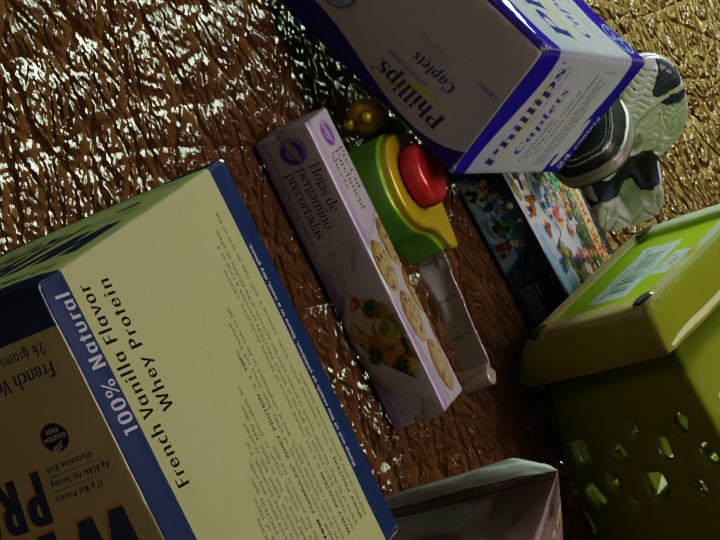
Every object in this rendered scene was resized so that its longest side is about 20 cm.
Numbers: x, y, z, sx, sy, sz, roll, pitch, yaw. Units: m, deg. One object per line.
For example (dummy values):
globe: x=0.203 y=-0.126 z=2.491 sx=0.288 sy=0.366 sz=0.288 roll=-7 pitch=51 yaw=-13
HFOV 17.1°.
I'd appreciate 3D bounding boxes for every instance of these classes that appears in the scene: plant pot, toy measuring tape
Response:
plant pot: x=0.242 y=0.067 z=1.667 sx=0.200 sy=0.199 sz=0.182 roll=-42 pitch=102 yaw=-31
toy measuring tape: x=0.031 y=-0.015 z=1.510 sx=0.074 sy=0.073 sz=0.200 roll=-11 pitch=80 yaw=-65

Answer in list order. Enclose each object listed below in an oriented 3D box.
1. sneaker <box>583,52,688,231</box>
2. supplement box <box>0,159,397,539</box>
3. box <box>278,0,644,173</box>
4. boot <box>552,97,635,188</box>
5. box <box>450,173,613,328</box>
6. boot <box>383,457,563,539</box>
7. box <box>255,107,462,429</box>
sneaker: x=0.200 y=-0.136 z=1.898 sx=0.199 sy=0.079 sz=0.130 roll=78 pitch=-9 yaw=-59
supplement box: x=-0.109 y=0.086 z=1.053 sx=0.200 sy=0.134 sz=0.200 roll=64 pitch=24 yaw=-8
box: x=0.067 y=-0.163 z=1.586 sx=0.184 sy=0.105 sz=0.200 roll=45 pitch=20 yaw=16
boot: x=0.133 y=-0.164 z=1.745 sx=0.151 sy=0.073 sz=0.200 roll=53 pitch=22 yaw=-33
box: x=0.127 y=-0.047 z=1.771 sx=0.200 sy=0.038 sz=0.137 roll=61 pitch=25 yaw=-16
boot: x=0.026 y=0.121 z=1.222 sx=0.064 sy=0.200 sz=0.187 roll=56 pitch=27 yaw=-25
box: x=0.000 y=0.000 z=1.468 sx=0.200 sy=0.039 sz=0.041 roll=64 pitch=23 yaw=-8
